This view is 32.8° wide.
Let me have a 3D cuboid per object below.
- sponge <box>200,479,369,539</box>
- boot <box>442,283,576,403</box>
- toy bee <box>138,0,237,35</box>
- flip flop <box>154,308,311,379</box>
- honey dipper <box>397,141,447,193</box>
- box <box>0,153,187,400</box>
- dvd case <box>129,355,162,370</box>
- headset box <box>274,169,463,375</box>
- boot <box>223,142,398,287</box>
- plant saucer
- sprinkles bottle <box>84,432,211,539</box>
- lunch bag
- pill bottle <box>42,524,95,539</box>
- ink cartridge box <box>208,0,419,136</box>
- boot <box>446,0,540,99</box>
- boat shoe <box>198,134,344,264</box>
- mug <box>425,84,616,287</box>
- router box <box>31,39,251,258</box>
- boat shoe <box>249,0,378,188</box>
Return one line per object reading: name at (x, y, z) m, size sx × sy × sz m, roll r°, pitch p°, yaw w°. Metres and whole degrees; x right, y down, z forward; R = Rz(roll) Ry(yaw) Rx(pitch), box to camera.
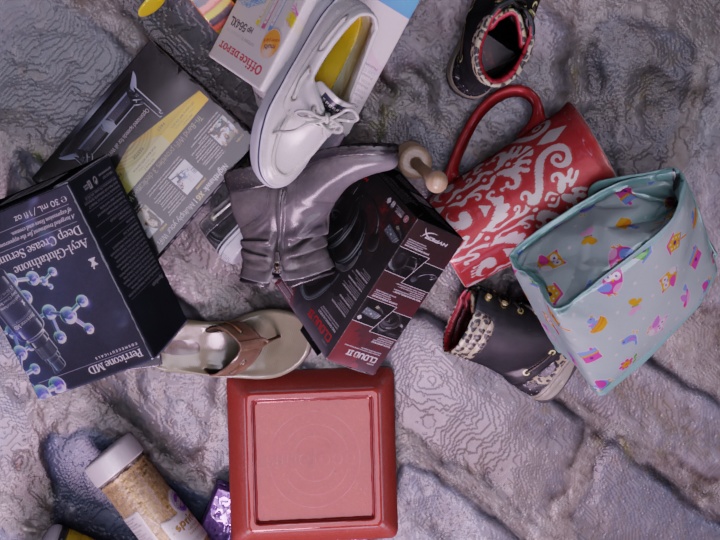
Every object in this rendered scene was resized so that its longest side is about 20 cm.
sponge at (-0.098, 0.335, 1.461) m, size 0.198 × 0.030 × 0.113 m, roll 21°, pitch 99°, yaw -9°
boot at (0.198, 0.039, 1.389) m, size 0.152 × 0.074 × 0.205 m, roll 23°, pitch 103°, yaw -22°
toy bee at (-0.196, -0.321, 1.271) m, size 0.198 × 0.109 × 0.132 m, roll 29°, pitch 100°, yaw -11°
flip flop at (-0.152, 0.086, 1.383) m, size 0.197 × 0.058 × 0.082 m, roll 0°, pitch 97°, yaw 0°
honey dipper at (0.065, -0.108, 1.292) m, size 0.037 × 0.200 × 0.039 m, roll -1°, pitch 101°, yaw -5°
box at (-0.297, 0.007, 1.267) m, size 0.147 × 0.107 × 0.202 m, roll -20°, pitch 105°, yaw 18°
dvd case at (-0.307, 0.016, 1.365) m, size 0.147 × 0.016 × 0.203 m, roll -8°, pitch 93°, yaw -3°
headset box at (0.000, 0.000, 1.320) m, size 0.077 × 0.149 × 0.201 m, roll 22°, pitch 110°, yaw -39°
boot at (-0.042, -0.057, 1.280) m, size 0.198 × 0.070 × 0.133 m, roll -11°, pitch 93°, yaw 20°
plant saucer at (-0.055, 0.217, 1.416) m, size 0.197 × 0.037 × 0.203 m, roll -2°, pitch 91°, yaw -5°
sprinkles bottle at (-0.230, 0.284, 1.401) m, size 0.068 × 0.068 × 0.201 m, roll -37°, pitch 92°, yaw 4°
lunch bag at (0.277, 0.000, 1.279) m, size 0.199 × 0.122 × 0.171 m, roll -38°, pitch 134°, yaw -2°
pill bottle at (-0.290, 0.382, 1.412) m, size 0.198 × 0.112 × 0.113 m, roll 27°, pitch 99°, yaw -10°
ink cartridge box at (-0.052, -0.246, 1.268) m, size 0.124 × 0.128 × 0.202 m, roll 23°, pitch 100°, yaw -39°
boot at (0.160, -0.277, 1.278) m, size 0.073 × 0.154 × 0.206 m, roll 23°, pitch 94°, yaw -7°
boat shoe at (-0.099, -0.100, 1.344) m, size 0.071 × 0.072 × 0.200 m, roll 43°, pitch 88°, yaw 3°
mug at (0.169, -0.091, 1.364) m, size 0.199 × 0.179 × 0.134 m, roll -31°, pitch 140°, yaw 6°
router box at (-0.230, -0.121, 1.324) m, size 0.157 × 0.052 × 0.200 m, roll 42°, pitch 93°, yaw -4°
boat shoe at (-0.036, -0.163, 1.183) m, size 0.074 × 0.086 × 0.204 m, roll 21°, pitch 102°, yaw -39°
